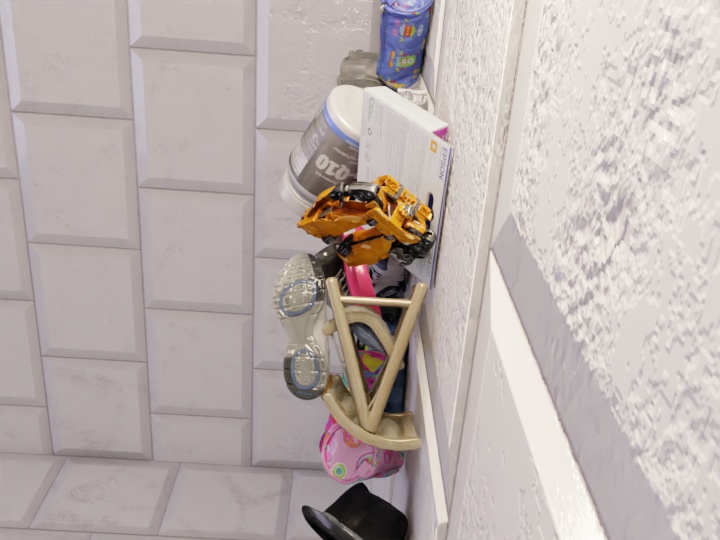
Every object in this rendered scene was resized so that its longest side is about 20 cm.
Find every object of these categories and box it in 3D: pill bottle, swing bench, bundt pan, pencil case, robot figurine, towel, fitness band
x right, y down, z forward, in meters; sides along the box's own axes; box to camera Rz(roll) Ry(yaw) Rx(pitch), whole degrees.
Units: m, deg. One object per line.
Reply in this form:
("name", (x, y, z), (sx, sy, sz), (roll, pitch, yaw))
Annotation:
("pill bottle", (-0.043, -0.176, 1.168), (0.200, 0.113, 0.114), (-49, 29, 42))
("swing bench", (0.016, 0.114, 0.980), (0.199, 0.128, 0.202), (75, -162, -87))
("bundt pan", (0.033, -0.301, 1.372), (0.201, 0.075, 0.204), (-1, -88, -63))
("pencil case", (-0.007, 0.220, 1.207), (0.089, 0.088, 0.201), (-89, 14, -58))
("pencil case", (0.010, 0.259, 1.085), (0.200, 0.087, 0.088), (41, -129, -69))
("robot figurine", (0.008, -0.061, 0.940), (0.199, 0.145, 0.059), (-16, 42, 56))
("towel", (0.048, 0.186, 1.265), (0.112, 0.048, 0.202), (-138, 52, -87))
("pencil case", (0.066, -0.380, 1.219), (0.200, 0.086, 0.079), (95, 156, -65))
("fitness band", (0.000, 0.000, 1.187), (0.201, 0.037, 0.145), (-108, 9, -51))

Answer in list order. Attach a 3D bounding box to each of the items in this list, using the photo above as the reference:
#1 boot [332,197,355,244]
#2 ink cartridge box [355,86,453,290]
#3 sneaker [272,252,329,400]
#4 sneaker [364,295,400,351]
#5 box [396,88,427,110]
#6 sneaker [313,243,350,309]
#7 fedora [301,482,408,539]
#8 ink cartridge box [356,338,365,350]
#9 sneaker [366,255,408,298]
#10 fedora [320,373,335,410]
("boot", (0.022, -0.135, 1.320), (0.077, 0.199, 0.155), (49, 159, 11))
("ink cartridge box", (0.061, -0.109, 0.971), (0.200, 0.043, 0.198), (44, 139, 44))
("sneaker", (-0.077, 0.077, 1.049), (0.087, 0.074, 0.202), (54, -146, -79))
("sneaker", (0.044, 0.117, 1.387), (0.081, 0.073, 0.201), (-102, 7, -57))
("box", (0.071, -0.150, 1.151), (0.158, 0.049, 0.201), (96, 177, -51))
("sneaker", (-0.028, 0.036, 1.328), (0.116, 0.075, 0.200), (53, 170, 20))
("fedora", (0.011, 0.364, 1.064), (0.092, 0.200, 0.201), (-49, -13, -20))
("ink cartridge box", (0.024, 0.087, 1.452), (0.039, 0.099, 0.201), (37, 134, 42))
("sneaker", (0.048, 0.006, 1.254), (0.199, 0.079, 0.131), (-116, 20, -70))
("fedora", (0.006, 0.239, 1.411), (0.082, 0.200, 0.201), (-48, 9, 9))
